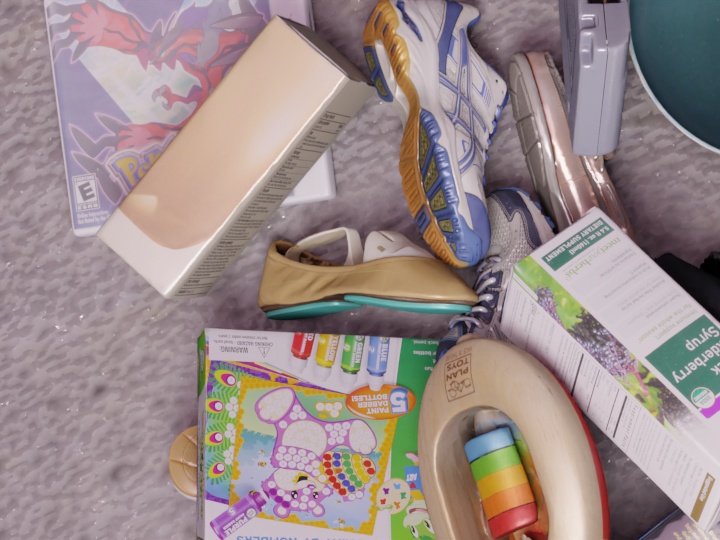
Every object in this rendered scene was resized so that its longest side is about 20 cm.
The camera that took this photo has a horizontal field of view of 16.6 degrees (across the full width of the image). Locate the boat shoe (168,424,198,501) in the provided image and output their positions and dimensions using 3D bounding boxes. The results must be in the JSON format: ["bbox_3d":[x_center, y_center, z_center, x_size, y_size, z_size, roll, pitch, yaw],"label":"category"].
[{"bbox_3d":[-0.036,0.131,1.748,0.199,0.069,0.071,-3,72,-5],"label":"boat shoe"}]

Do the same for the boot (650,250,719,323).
[{"bbox_3d":[0.292,0.058,1.648,0.168,0.200,0.077,28,89,48],"label":"boot"}]

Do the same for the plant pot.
[{"bbox_3d":[0.283,-0.167,1.630,0.199,0.135,0.201,0,90,14],"label":"plant pot"}]

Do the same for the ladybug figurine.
[{"bbox_3d":[0.104,0.135,1.594,0.136,0.072,0.201,-24,75,42],"label":"ladybug figurine"}]

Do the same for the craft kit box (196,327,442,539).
[{"bbox_3d":[-0.014,0.142,1.685,0.199,0.049,0.198,2,76,-12],"label":"craft kit box"}]

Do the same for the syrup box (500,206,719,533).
[{"bbox_3d":[0.187,0.063,1.584,0.079,0.082,0.200,-34,64,-25],"label":"syrup box"}]

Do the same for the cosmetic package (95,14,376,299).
[{"bbox_3d":[-0.085,-0.077,1.719,0.071,0.105,0.200,41,97,9],"label":"cosmetic package"}]

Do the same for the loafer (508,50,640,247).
[{"bbox_3d":[0.154,-0.059,1.704,0.063,0.072,0.201,-15,88,-7],"label":"loafer"}]

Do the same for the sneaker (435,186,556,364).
[{"bbox_3d":[0.095,0.039,1.682,0.085,0.077,0.201,-1,74,-15],"label":"sneaker"}]

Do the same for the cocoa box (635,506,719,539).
[{"bbox_3d":[0.248,0.256,1.637,0.131,0.133,0.200,-40,80,11],"label":"cocoa box"}]

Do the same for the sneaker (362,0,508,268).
[{"bbox_3d":[0.070,-0.101,1.696,0.088,0.075,0.201,-7,73,-24],"label":"sneaker"}]

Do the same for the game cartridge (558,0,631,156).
[{"bbox_3d":[0.153,-0.184,1.639,0.040,0.133,0.201,1,57,-3],"label":"game cartridge"}]

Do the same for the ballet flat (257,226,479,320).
[{"bbox_3d":[0.000,0.000,1.702,0.200,0.069,0.063,-3,82,44],"label":"ballet flat"}]

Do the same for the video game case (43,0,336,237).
[{"bbox_3d":[-0.125,-0.128,1.792,0.199,0.023,0.183,-8,87,14],"label":"video game case"}]
